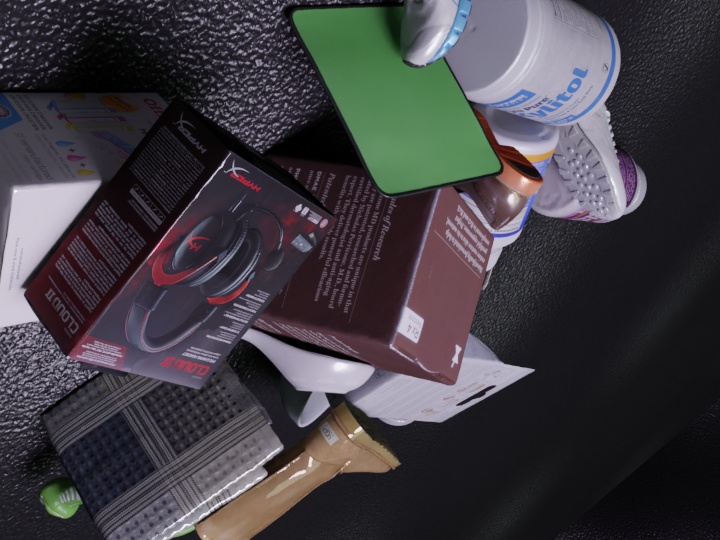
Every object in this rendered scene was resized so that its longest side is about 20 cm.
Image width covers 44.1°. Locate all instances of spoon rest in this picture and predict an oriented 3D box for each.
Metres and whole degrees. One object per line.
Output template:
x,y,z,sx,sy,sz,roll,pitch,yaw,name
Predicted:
-0.083,0.090,0.900,0.198,0.061,0.099,5,171,-10,spoon rest

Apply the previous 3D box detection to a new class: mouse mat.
0.035,-0.160,0.803,0.160,0.201,0.008,-14,162,-37,mouse mat

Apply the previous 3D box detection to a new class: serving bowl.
-0.037,0.093,1.097,0.200,0.066,0.200,-51,166,-17,serving bowl

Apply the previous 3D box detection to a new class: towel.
-0.201,0.169,0.912,0.199,0.193,0.035,-33,153,-13,towel

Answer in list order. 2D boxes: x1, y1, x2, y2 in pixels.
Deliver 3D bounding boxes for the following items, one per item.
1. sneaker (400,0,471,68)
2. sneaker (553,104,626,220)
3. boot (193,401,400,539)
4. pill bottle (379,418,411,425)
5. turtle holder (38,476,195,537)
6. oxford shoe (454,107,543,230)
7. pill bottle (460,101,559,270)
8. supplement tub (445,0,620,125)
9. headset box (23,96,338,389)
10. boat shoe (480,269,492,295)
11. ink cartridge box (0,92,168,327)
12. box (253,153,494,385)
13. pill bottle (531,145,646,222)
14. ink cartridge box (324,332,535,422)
0.060,-0.283,0.787,0.086,0.075,0.202,9,99,-38,sneaker
0.279,-0.159,1.082,0.080,0.201,0.076,-28,-176,-28,sneaker
-0.066,0.231,0.977,0.200,0.066,0.175,-37,146,2,boot
0.064,0.134,1.179,0.108,0.109,0.200,-29,159,-22,pill bottle
-0.245,0.240,0.986,0.131,0.142,0.186,-21,-164,39,turtle holder
0.099,-0.122,0.904,0.071,0.200,0.073,8,125,-40,oxford shoe
0.155,-0.099,1.073,0.112,0.112,0.201,-19,140,-34,pill bottle
0.172,-0.229,0.926,0.199,0.132,0.132,1,127,-48,supplement tub
-0.133,-0.003,0.657,0.200,0.075,0.148,-50,149,6,headset box
0.126,0.051,1.253,0.060,0.074,0.201,1,119,-42,boat shoe
-0.209,-0.057,0.703,0.199,0.129,0.126,-12,136,-42,ink cartridge box
0.000,0.000,0.883,0.166,0.199,0.165,38,66,-58,box
0.312,-0.123,1.218,0.199,0.112,0.113,2,127,-48,pill bottle
0.081,0.123,1.036,0.162,0.057,0.199,-36,152,33,ink cartridge box
